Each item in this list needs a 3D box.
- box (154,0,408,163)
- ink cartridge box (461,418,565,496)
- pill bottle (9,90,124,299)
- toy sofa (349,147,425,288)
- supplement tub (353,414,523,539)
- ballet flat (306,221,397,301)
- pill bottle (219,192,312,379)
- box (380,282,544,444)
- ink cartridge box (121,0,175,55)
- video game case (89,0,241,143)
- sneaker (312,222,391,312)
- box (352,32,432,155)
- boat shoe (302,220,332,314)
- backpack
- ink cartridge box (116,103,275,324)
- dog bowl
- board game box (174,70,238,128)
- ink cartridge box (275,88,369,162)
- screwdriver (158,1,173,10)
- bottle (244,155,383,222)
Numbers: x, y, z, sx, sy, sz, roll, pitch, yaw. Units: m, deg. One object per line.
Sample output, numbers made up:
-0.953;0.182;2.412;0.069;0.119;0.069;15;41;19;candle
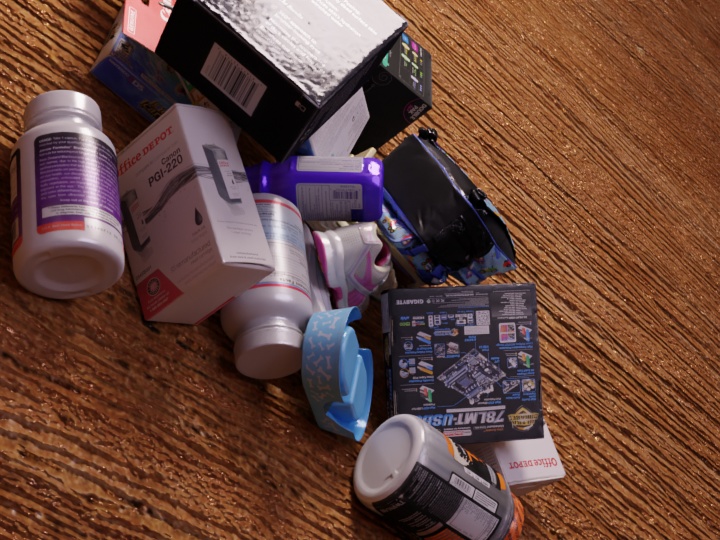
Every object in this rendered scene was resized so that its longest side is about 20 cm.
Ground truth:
-0.088;-0.263;1.486;0.196;0.118;0.200;41;51;1;box
0.176;0.204;1.776;0.146;0.083;0.201;5;60;-49;ink cartridge box
-0.305;-0.082;1.360;0.111;0.111;0.201;21;48;-42;pill bottle
0.035;-0.067;1.833;0.200;0.097;0.083;46;60;-18;toy sofa
0.098;0.269;1.586;0.200;0.122;0.123;37;38;-29;supplement tub
-0.007;-0.040;1.756;0.200;0.072;0.072;47;35;-18;ballet flat
-0.112;0.019;1.531;0.108;0.108;0.201;24;46;-40;pill bottle
0.129;0.119;1.665;0.198;0.050;0.200;-3;87;-12;box
-0.203;-0.321;1.602;0.176;0.045;0.201;31;41;-37;ink cartridge box
-0.228;-0.248;1.657;0.200;0.045;0.182;40;36;-25;video game case
0.000;0.000;1.654;0.200;0.088;0.082;73;-1;-71;sneaker
-0.014;-0.285;1.869;0.200;0.148;0.125;35;38;-31;box
-0.070;0.021;1.629;0.069;0.072;0.201;59;7;-57;boat shoe
0.110;-0.059;1.717;0.200;0.134;0.183;45;8;-48;backpack
-0.192;-0.061;1.457;0.084;0.145;0.201;8;57;-48;ink cartridge box
-0.026;0.119;1.525;0.200;0.049;0.112;76;22;-57;dog bowl
-0.156;-0.251;1.680;0.200;0.034;0.135;-20;79;-57;board game box
-0.061;-0.215;1.648;0.137;0.076;0.200;-62;158;-25;ink cartridge box
-0.162;-0.284;1.559;0.029;0.028;0.199;43;19;33;screwdriver
-0.071;-0.101;1.623;0.084;0.198;0.066;88;4;-51;bottle
